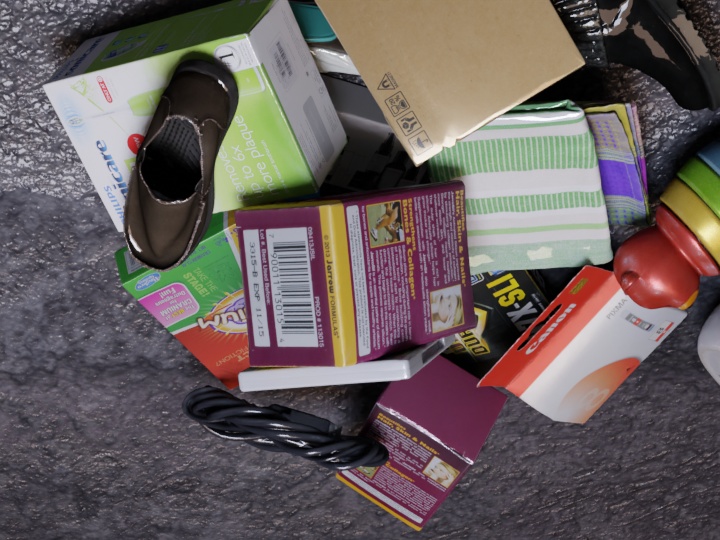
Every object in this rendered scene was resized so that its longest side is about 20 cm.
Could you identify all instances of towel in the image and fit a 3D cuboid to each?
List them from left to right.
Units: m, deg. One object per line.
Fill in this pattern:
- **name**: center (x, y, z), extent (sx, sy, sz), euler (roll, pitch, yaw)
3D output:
- **towel**: center (0.137, -0.068, 1.337), extent (0.151, 0.024, 0.201), euler (-4, 138, 13)
- **towel**: center (0.183, -0.091, 1.364), extent (0.142, 0.023, 0.200), euler (0, 150, 16)

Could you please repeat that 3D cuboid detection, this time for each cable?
- **cable**: center (-0.074, 0.156, 1.442), extent (0.199, 0.163, 0.051), euler (21, 87, -22)

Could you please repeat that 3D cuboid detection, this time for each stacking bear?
- **stacking bear**: center (0.316, -0.042, 1.372), extent (0.200, 0.121, 0.114), euler (-41, 85, 5)

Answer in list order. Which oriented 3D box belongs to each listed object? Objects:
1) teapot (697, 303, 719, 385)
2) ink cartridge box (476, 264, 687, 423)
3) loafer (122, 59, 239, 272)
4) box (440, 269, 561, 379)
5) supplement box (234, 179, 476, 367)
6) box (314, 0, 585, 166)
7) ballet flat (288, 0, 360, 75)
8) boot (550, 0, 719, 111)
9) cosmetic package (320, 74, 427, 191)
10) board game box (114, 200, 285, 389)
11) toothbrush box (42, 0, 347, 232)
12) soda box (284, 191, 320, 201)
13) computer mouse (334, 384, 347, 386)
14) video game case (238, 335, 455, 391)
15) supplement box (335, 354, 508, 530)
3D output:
- **teapot**: center (0.445, 0.075, 1.510), extent (0.146, 0.197, 0.200), euler (-49, 162, -9)
- **ink cartridge box**: center (0.218, 0.075, 1.470), extent (0.162, 0.050, 0.200), euler (-49, 155, 17)
- **loafer**: center (-0.152, -0.071, 1.189), extent (0.073, 0.072, 0.201), euler (22, 130, 4)
- **box**: center (0.101, 0.034, 1.503), extent (0.159, 0.050, 0.200), euler (-26, 130, 15)
- **supplement box**: center (0.000, 0.000, 1.258), extent (0.103, 0.132, 0.199), euler (-2, -175, 37)
- **box**: center (0.062, -0.209, 1.215), extent (0.163, 0.021, 0.201), euler (-30, 100, 12)
- **ballet flat**: center (-0.011, -0.189, 1.278), extent (0.198, 0.070, 0.070), euler (4, 133, -4)
- **boot**: center (0.201, -0.184, 1.284), extent (0.157, 0.080, 0.211), euler (-32, 121, 17)
- **cosmetic package**: center (-0.034, -0.124, 1.337), extent (0.198, 0.051, 0.083), euler (14, 129, -18)
- **board game box**: center (-0.104, 0.015, 1.369), extent (0.152, 0.041, 0.200), euler (-28, 140, 10)
- **toothbrush box**: center (-0.133, -0.127, 1.242), extent (0.199, 0.086, 0.146), euler (-8, 121, 28)
- **soda box**: center (-0.109, -0.023, 1.415), extent (0.067, 0.064, 0.200), euler (17, 130, -21)
- **computer mouse**: center (0.020, 0.049, 1.453), extent (0.058, 0.034, 0.201), euler (16, 129, -19)
- **video game case**: center (-0.006, 0.073, 1.300), extent (0.142, 0.200, 0.018), euler (-6, 94, 15)
- **supplement box**: center (0.058, 0.170, 1.534), extent (0.110, 0.086, 0.200), euler (32, 149, 4)
